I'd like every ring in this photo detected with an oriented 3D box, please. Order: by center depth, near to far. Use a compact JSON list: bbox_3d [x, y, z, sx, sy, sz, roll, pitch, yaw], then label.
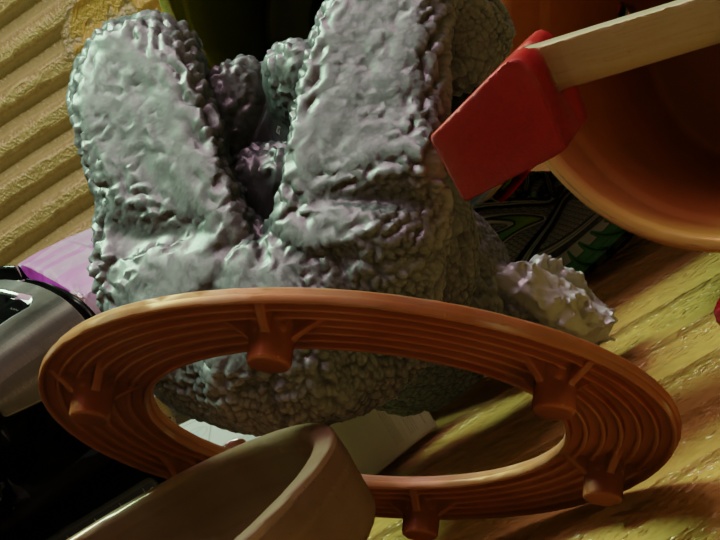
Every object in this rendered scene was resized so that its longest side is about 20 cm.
[{"bbox_3d":[-0.001,0.051,0.623,0.200,0.199,0.019,-25,52,51],"label":"ring"}]

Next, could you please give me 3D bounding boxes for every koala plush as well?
[{"bbox_3d":[0.000,0.000,0.807,0.176,0.185,0.200,-13,-26,21],"label":"koala plush"}]

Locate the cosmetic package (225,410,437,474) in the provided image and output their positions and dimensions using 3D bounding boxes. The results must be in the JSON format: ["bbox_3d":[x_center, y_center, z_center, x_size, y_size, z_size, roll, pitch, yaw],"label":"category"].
[{"bbox_3d":[-0.056,0.097,0.984,0.082,0.051,0.200,-38,8,-38],"label":"cosmetic package"}]

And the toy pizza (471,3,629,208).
[{"bbox_3d":[0.100,-0.117,1.029,0.201,0.032,0.200,-63,8,16],"label":"toy pizza"}]

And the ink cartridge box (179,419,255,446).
[{"bbox_3d":[-0.113,0.137,0.869,0.199,0.047,0.160,-27,19,9],"label":"ink cartridge box"}]

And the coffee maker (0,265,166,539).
[{"bbox_3d":[-0.170,0.120,0.716,0.134,0.193,0.200,26,33,30],"label":"coffee maker"}]

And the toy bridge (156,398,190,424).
[{"bbox_3d":[-0.029,0.050,1.133,0.199,0.068,0.027,-22,-1,-35],"label":"toy bridge"}]

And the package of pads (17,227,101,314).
[{"bbox_3d":[-0.070,-0.005,1.066,0.199,0.076,0.120,-26,19,-21],"label":"package of pads"}]

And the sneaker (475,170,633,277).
[{"bbox_3d":[0.084,-0.027,1.089,0.199,0.086,0.078,-29,7,31],"label":"sneaker"}]

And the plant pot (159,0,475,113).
[{"bbox_3d":[0.004,-0.149,1.044,0.200,0.201,0.193,-32,-5,0],"label":"plant pot"}]

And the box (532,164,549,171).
[{"bbox_3d":[0.083,-0.066,1.328,0.094,0.103,0.200,-33,7,-6],"label":"box"}]

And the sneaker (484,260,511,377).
[{"bbox_3d":[0.025,0.038,0.974,0.073,0.114,0.201,-50,-19,-26],"label":"sneaker"}]

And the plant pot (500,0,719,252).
[{"bbox_3d":[0.172,-0.108,0.874,0.199,0.201,0.140,-30,-11,19],"label":"plant pot"}]

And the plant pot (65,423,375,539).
[{"bbox_3d":[-0.069,0.134,0.543,0.200,0.093,0.201,-31,6,4],"label":"plant pot"}]

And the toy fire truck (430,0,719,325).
[{"bbox_3d":[0.139,-0.045,0.661,0.199,0.142,0.049,-30,6,23],"label":"toy fire truck"}]
